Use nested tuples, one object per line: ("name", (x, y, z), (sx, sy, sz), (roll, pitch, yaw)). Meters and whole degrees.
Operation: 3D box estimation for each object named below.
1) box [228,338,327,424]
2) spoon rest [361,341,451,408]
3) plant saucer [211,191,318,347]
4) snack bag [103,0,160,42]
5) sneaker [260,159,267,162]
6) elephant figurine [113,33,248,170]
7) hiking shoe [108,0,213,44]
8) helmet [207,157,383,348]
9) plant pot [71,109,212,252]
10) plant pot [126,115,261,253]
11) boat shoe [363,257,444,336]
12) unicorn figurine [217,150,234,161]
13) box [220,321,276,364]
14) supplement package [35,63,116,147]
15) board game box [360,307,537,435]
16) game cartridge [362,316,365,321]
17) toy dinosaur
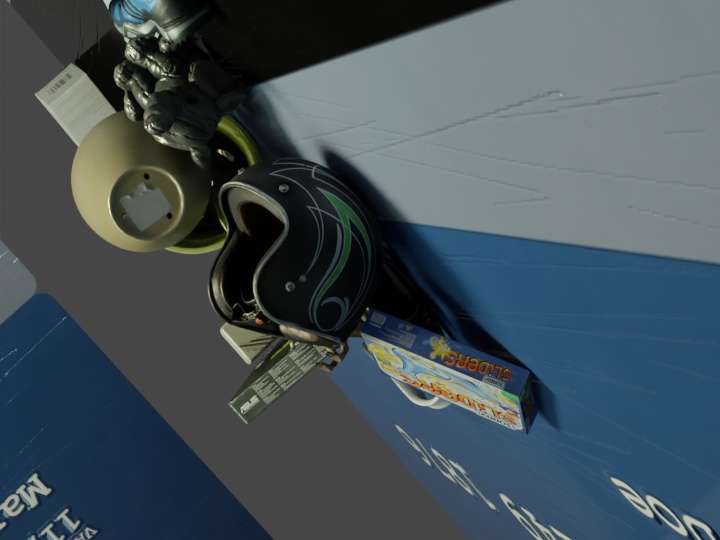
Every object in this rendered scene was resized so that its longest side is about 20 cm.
("box", (-0.084, 0.113, 1.769), (0.048, 0.200, 0.193), (49, -159, -4))
("spoon rest", (0.072, 0.146, 1.771), (0.099, 0.061, 0.200), (18, -172, -35))
("plant saucer", (-0.108, -0.018, 1.574), (0.201, 0.048, 0.200), (53, 180, -18))
("snack bag", (-0.289, -0.316, 1.699), (0.200, 0.021, 0.189), (44, 169, 22))
("sneaker", (-0.067, -0.092, 1.535), (0.200, 0.074, 0.088), (51, 141, 33))
("elephant figurine", (-0.204, -0.188, 1.453), (0.200, 0.154, 0.143), (51, 153, 42))
("hiking shoe", (-0.230, -0.306, 1.352), (0.199, 0.074, 0.087), (17, 142, 54))
("helmet", (-0.071, -0.025, 1.372), (0.198, 0.193, 0.200), (13, 170, 2))
("plant pot", (-0.269, -0.099, 1.540), (0.188, 0.187, 0.200), (50, 179, -17))
("plant pot", (-0.227, -0.125, 1.751), (0.201, 0.200, 0.184), (48, -178, -1))
("boat shoe", (0.049, 0.057, 1.505), (0.202, 0.074, 0.063), (51, 167, -28))
("unicorn figurine", (-0.242, -0.157, 1.957), (0.137, 0.074, 0.200), (38, 166, -6))
("box", (-0.113, 0.045, 1.811), (0.068, 0.200, 0.082), (47, 171, 0))
("supplement package", (-0.628, -0.353, 2.820), (0.117, 0.117, 0.201), (34, 163, 53))
("board game box", (0.104, 0.117, 1.420), (0.198, 0.035, 0.136), (21, 161, 21))
("game cartridge", (0.022, 0.072, 1.648), (0.201, 0.040, 0.133), (51, 167, -20))
("toy dinosaur", (-0.027, 0.066, 1.493), (0.199, 0.102, 0.058), (33, 149, -31))
